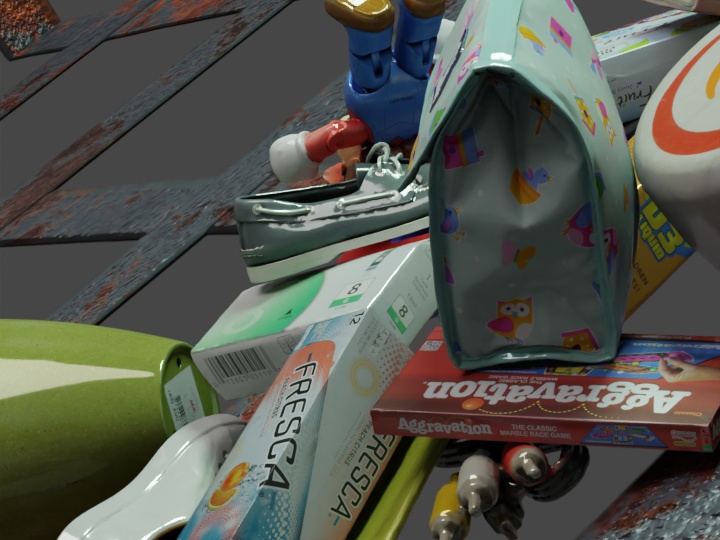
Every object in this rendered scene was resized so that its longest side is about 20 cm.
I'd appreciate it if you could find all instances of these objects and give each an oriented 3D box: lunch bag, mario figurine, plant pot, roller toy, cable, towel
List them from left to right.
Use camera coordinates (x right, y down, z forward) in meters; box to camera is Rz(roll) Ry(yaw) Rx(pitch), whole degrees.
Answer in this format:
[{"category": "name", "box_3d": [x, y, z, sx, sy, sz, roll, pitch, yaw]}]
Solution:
[{"category": "plant pot", "box_3d": [-0.206, 0.112, 1.641, 0.200, 0.187, 0.187, -10, 25, 21]}, {"category": "mario figurine", "box_3d": [0.005, -0.120, 1.631, 0.123, 0.200, 0.106, 8, 39, 3]}, {"category": "towel", "box_3d": [0.032, 0.104, 1.409, 0.086, 0.018, 0.200, -44, 12, 49]}, {"category": "cable", "box_3d": [0.075, 0.102, 1.368, 0.097, 0.050, 0.200, -38, 18, 6]}, {"category": "lunch bag", "box_3d": [0.092, -0.068, 1.359, 0.122, 0.200, 0.170, -6, 29, 14]}, {"category": "roller toy", "box_3d": [0.266, -0.070, 1.364, 0.200, 0.140, 0.182, -52, 25, -22]}]

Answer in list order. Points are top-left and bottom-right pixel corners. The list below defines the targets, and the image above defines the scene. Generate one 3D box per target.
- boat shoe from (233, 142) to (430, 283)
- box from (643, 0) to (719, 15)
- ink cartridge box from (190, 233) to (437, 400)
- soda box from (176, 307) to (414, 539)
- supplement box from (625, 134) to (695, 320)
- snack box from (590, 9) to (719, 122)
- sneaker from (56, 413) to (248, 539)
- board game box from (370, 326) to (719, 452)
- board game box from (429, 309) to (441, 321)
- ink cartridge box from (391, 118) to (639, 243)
[{"category": "boat shoe", "box_3d": [0.011, -0.051, 1.563, 0.200, 0.062, 0.073, -20, 5, 5]}, {"category": "box", "box_3d": [0.299, -0.225, 1.608, 0.200, 0.109, 0.128, 4, 11, -17]}, {"category": "ink cartridge box", "box_3d": [0.000, 0.000, 1.570, 0.161, 0.050, 0.200, -15, 27, 41]}, {"category": "soda box", "box_3d": [-0.035, 0.118, 1.395, 0.064, 0.068, 0.200, -18, 33, 48]}, {"category": "supplement box", "box_3d": [0.162, -0.018, 1.517, 0.200, 0.067, 0.069, -43, 21, -29]}, {"category": "snack box", "box_3d": [0.169, -0.135, 1.680, 0.200, 0.053, 0.142, -18, 12, 6]}, {"category": "sneaker", "box_3d": [-0.111, 0.164, 1.523, 0.085, 0.073, 0.200, 20, 36, 24]}, {"category": "board game box", "box_3d": [0.116, 0.065, 1.334, 0.200, 0.019, 0.103, 1, 28, 25]}, {"category": "board game box", "box_3d": [0.045, 0.027, 1.613, 0.158, 0.039, 0.200, -32, 12, -27]}, {"category": "ink cartridge box", "box_3d": [0.104, -0.061, 1.690, 0.198, 0.043, 0.200, -12, 13, 45]}]
